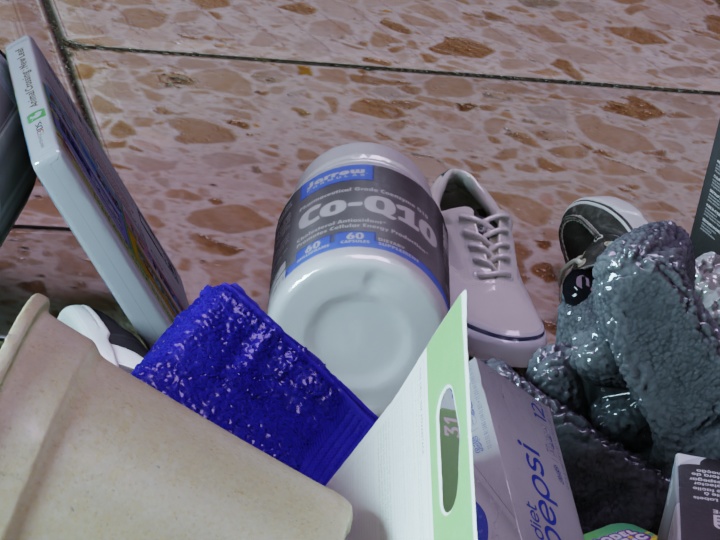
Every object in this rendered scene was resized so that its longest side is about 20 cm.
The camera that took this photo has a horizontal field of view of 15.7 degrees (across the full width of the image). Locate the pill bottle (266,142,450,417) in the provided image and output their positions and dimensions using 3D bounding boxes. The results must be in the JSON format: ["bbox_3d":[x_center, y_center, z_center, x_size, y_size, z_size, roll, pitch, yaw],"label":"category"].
[{"bbox_3d":[0.000,0.000,1.644,0.113,0.114,0.200,9,25,-4],"label":"pill bottle"}]

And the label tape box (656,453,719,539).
[{"bbox_3d":[0.223,0.177,1.307,0.142,0.066,0.200,10,25,1],"label":"label tape box"}]

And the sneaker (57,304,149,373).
[{"bbox_3d":[-0.098,0.092,1.473,0.111,0.073,0.200,0,35,-29],"label":"sneaker"}]

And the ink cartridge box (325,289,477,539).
[{"bbox_3d":[0.033,0.124,1.241,0.048,0.200,0.146,12,53,-19],"label":"ink cartridge box"}]

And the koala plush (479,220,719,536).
[{"bbox_3d":[0.161,0.065,1.522,0.184,0.177,0.200,48,17,-9],"label":"koala plush"}]

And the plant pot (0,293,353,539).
[{"bbox_3d":[-0.109,0.138,1.249,0.183,0.201,0.201,22,25,-3],"label":"plant pot"}]

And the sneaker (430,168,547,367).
[{"bbox_3d":[0.075,-0.005,1.734,0.073,0.071,0.200,2,26,-19],"label":"sneaker"}]

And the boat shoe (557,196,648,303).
[{"bbox_3d":[0.168,0.009,1.746,0.063,0.071,0.200,1,28,-22],"label":"boat shoe"}]

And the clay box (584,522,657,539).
[{"bbox_3d":[0.168,0.206,1.356,0.114,0.048,0.200,-14,34,-39],"label":"clay box"}]

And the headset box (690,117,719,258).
[{"bbox_3d":[0.291,-0.021,1.705,0.075,0.201,0.149,-5,30,-31],"label":"headset box"}]

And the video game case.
[{"bbox_3d":[-0.150,-0.026,1.570,0.022,0.201,0.182,-28,29,2],"label":"video game case"}]

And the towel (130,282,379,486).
[{"bbox_3d":[-0.034,0.101,1.384,0.200,0.050,0.148,39,37,-1],"label":"towel"}]

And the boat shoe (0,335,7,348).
[{"bbox_3d":[-0.278,0.063,1.453,0.199,0.065,0.072,0,28,-20],"label":"boat shoe"}]

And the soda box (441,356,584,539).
[{"bbox_3d":[0.073,0.146,1.327,0.068,0.063,0.201,34,31,-39],"label":"soda box"}]

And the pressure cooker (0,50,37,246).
[{"bbox_3d":[-0.292,-0.056,1.565,0.175,0.180,0.200,14,24,-1],"label":"pressure cooker"}]
